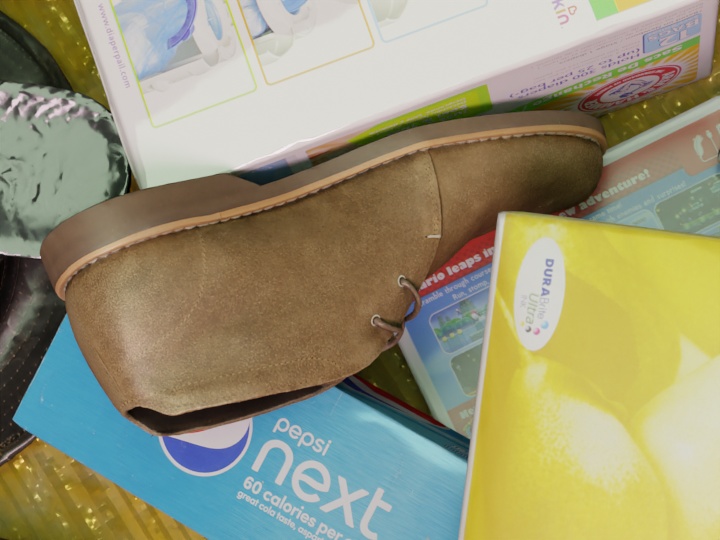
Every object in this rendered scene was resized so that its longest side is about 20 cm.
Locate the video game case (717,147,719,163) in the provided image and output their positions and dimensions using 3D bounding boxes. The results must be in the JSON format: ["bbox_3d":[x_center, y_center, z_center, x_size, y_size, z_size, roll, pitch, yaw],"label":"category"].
[{"bbox_3d":[0.223,-0.074,0.766,0.181,0.200,0.036,20,54,6],"label":"video game case"}]

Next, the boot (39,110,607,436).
[{"bbox_3d":[0.000,0.000,0.805,0.200,0.074,0.076,-17,73,-23],"label":"boot"}]

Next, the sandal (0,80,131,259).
[{"bbox_3d":[-0.176,-0.042,0.811,0.200,0.048,0.076,1,86,0],"label":"sandal"}]

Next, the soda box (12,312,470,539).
[{"bbox_3d":[-0.012,0.070,0.831,0.200,0.064,0.068,29,94,15],"label":"soda box"}]

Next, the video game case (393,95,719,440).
[{"bbox_3d":[0.107,0.058,0.853,0.143,0.017,0.200,-26,79,3],"label":"video game case"}]

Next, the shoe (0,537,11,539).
[{"bbox_3d":[-0.166,0.124,0.812,0.070,0.200,0.054,28,110,45],"label":"shoe"}]

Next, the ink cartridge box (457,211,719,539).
[{"bbox_3d":[0.128,0.091,0.736,0.200,0.047,0.198,6,87,18],"label":"ink cartridge box"}]

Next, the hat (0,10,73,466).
[{"bbox_3d":[-0.184,-0.018,0.872,0.200,0.081,0.201,-1,81,8],"label":"hat"}]

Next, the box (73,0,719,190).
[{"bbox_3d":[0.014,-0.092,0.841,0.200,0.112,0.102,-20,78,3],"label":"box"}]
